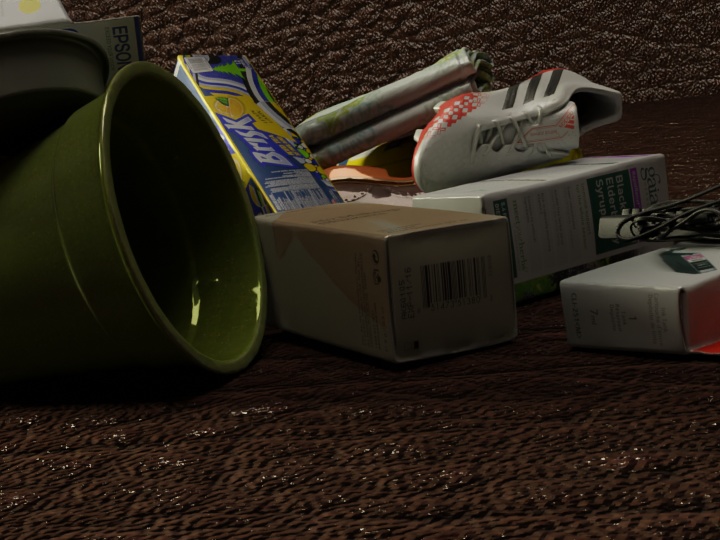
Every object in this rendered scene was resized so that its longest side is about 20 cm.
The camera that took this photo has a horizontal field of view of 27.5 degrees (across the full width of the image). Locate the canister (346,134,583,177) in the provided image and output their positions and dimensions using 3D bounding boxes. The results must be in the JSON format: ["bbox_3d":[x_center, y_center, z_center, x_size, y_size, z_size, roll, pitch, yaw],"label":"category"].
[{"bbox_3d":[0.085,-0.079,1.316,0.147,0.088,0.200,3,-3,-24],"label":"canister"}]

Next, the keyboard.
[{"bbox_3d":[0.240,-0.042,0.918,0.103,0.040,0.199,-14,9,-43],"label":"keyboard"}]

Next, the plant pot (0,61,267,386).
[{"bbox_3d":[-0.188,-0.008,0.945,0.188,0.202,0.200,-17,5,19],"label":"plant pot"}]

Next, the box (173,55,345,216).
[{"bbox_3d":[-0.085,-0.081,1.130,0.064,0.071,0.201,-4,44,-31],"label":"box"}]

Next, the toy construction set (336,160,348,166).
[{"bbox_3d":[-0.063,-0.076,1.552,0.198,0.093,0.131,-19,8,2],"label":"toy construction set"}]

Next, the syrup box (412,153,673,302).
[{"bbox_3d":[0.138,-0.032,1.084,0.199,0.080,0.081,-14,10,-37],"label":"syrup box"}]

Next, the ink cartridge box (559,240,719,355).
[{"bbox_3d":[0.244,0.008,0.854,0.199,0.044,0.173,-15,10,-39],"label":"ink cartridge box"}]

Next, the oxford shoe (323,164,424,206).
[{"bbox_3d":[0.056,-0.037,1.161,0.197,0.072,0.073,-1,40,3],"label":"oxford shoe"}]

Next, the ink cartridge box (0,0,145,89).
[{"bbox_3d":[-0.250,-0.119,1.047,0.198,0.047,0.198,-10,-30,-10],"label":"ink cartridge box"}]

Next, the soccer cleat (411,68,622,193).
[{"bbox_3d":[0.121,-0.107,1.132,0.199,0.069,0.085,-26,31,-38],"label":"soccer cleat"}]

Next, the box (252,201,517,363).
[{"bbox_3d":[0.009,0.003,0.962,0.094,0.079,0.199,-10,10,-28],"label":"box"}]

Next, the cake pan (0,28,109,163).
[{"bbox_3d":[-0.249,-0.086,0.956,0.199,0.037,0.200,-25,-12,-6],"label":"cake pan"}]

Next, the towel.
[{"bbox_3d":[0.016,-0.133,1.247,0.198,0.049,0.171,-24,5,12],"label":"towel"}]
